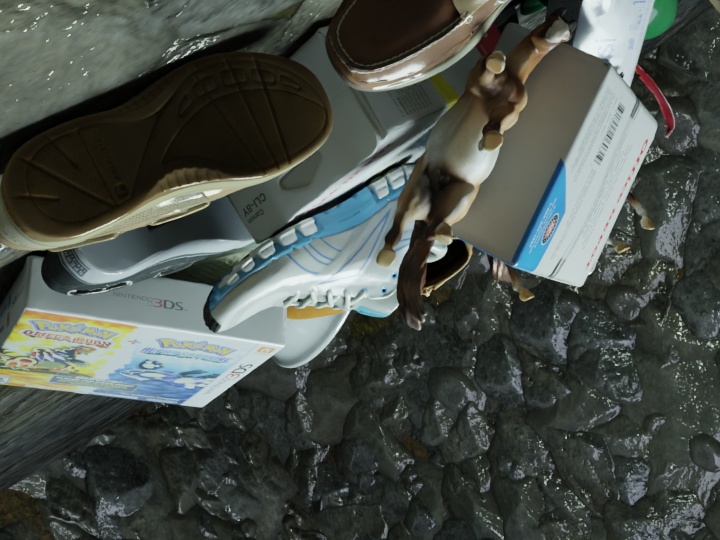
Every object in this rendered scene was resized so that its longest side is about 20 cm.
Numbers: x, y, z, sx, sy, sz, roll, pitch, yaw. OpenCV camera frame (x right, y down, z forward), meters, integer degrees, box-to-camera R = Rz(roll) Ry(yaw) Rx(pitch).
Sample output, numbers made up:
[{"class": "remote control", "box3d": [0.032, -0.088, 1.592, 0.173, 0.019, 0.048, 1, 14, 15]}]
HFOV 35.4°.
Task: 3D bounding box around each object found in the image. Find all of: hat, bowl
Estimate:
[{"class": "hat", "box3d": [0.262, -0.217, 1.017, 0.165, 0.177, 0.199, -35, 177, 38]}, {"class": "bowl", "box3d": [-0.081, -0.006, 1.212, 0.201, 0.090, 0.203, -39, -142, 38]}]

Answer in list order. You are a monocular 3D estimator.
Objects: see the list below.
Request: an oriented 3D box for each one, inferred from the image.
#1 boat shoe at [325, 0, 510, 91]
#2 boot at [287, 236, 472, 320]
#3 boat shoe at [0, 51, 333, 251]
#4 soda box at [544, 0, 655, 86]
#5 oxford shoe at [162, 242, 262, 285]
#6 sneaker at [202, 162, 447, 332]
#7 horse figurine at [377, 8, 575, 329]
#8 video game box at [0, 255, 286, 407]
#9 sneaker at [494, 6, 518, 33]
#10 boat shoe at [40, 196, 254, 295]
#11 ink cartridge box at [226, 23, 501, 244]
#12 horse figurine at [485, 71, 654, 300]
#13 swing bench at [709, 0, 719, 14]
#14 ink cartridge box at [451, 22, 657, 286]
[{"class": "boat shoe", "box3d": [0.062, -0.175, 0.609, 0.199, 0.076, 0.072, -40, 171, -7]}, {"class": "boot", "box3d": [0.001, 0.000, 0.939, 0.199, 0.072, 0.144, -23, -172, 11]}, {"class": "boat shoe", "box3d": [-0.105, -0.064, 0.606, 0.198, 0.072, 0.064, -22, 179, -33]}, {"class": "soda box", "box3d": [0.192, -0.174, 0.975, 0.067, 0.064, 0.202, -6, 134, -12]}, {"class": "oxford shoe", "box3d": [-0.112, -0.008, 0.886, 0.196, 0.058, 0.076, -4, 138, 0]}, {"class": "sneaker", "box3d": [-0.016, 0.002, 0.782, 0.198, 0.087, 0.075, -30, 179, -26]}, {"class": "horse figurine", "box3d": [0.063, -0.068, 0.691, 0.202, 0.049, 0.133, -63, 179, 22]}, {"class": "video game box", "box3d": [-0.181, 0.055, 0.875, 0.197, 0.048, 0.182, 10, 152, -26]}, {"class": "sneaker", "box3d": [0.144, -0.175, 1.054, 0.077, 0.113, 0.200, -34, 178, 16]}, {"class": "boat shoe", "box3d": [-0.140, -0.031, 0.799, 0.056, 0.069, 0.199, -30, 174, 39]}, {"class": "ink cartridge box", "box3d": [0.005, -0.113, 0.795, 0.145, 0.084, 0.199, -36, 177, 39]}, {"class": "horse figurine", "box3d": [0.166, -0.061, 0.964, 0.199, 0.134, 0.050, -34, 163, 37]}, {"class": "swing bench", "box3d": [0.500, -0.397, 1.302, 0.199, 0.130, 0.199, -38, 180, -39]}, {"class": "ink cartridge box", "box3d": [0.139, -0.076, 0.829, 0.148, 0.084, 0.199, -65, 157, 5]}]
